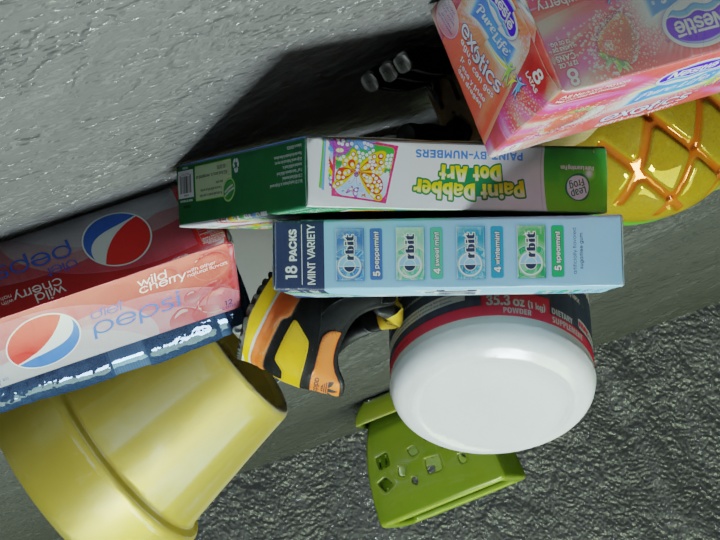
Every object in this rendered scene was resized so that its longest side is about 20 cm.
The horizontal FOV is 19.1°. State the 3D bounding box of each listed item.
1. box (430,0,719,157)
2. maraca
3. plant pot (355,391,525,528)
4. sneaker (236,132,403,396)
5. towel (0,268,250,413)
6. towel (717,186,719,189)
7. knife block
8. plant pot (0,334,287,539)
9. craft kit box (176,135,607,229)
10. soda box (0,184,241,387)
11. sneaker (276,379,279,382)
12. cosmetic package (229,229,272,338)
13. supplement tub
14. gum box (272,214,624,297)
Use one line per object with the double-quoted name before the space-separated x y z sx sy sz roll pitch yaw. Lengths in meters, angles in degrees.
"box" 0.156 -0.145 1.195 0.199 0.095 0.103 -17 169 -26
"maraca" 0.223 -0.109 1.488 0.199 0.138 0.107 -28 -147 -13
"plant pot" 0.105 0.250 3.066 0.198 0.182 0.200 -22 171 10
"sneaker" 0.000 0.000 1.440 0.200 0.090 0.070 -55 168 -27
"towel" -0.175 0.035 1.449 0.199 0.112 0.049 -18 126 -5
"towel" 0.296 -0.130 1.616 0.143 0.023 0.200 -19 150 -35
"knife block" 0.076 -0.109 1.320 0.175 0.064 0.200 -18 171 -13
"plant pot" -0.171 0.122 1.755 0.189 0.201 0.201 -39 168 6
"craft kit box" 0.015 -0.050 1.293 0.197 0.049 0.200 -3 179 -25
"soda box" -0.180 0.012 1.370 0.199 0.064 0.070 -19 141 -13
"sneaker" -0.149 0.125 2.129 0.200 0.067 0.090 -32 161 35
"cosmetic package" -0.052 0.004 1.600 0.103 0.088 0.200 -19 172 -1
"supplement tub" 0.088 0.012 1.484 0.140 0.201 0.141 0 142 0
"gum box" 0.052 -0.008 1.286 0.199 0.045 0.170 -2 178 3
